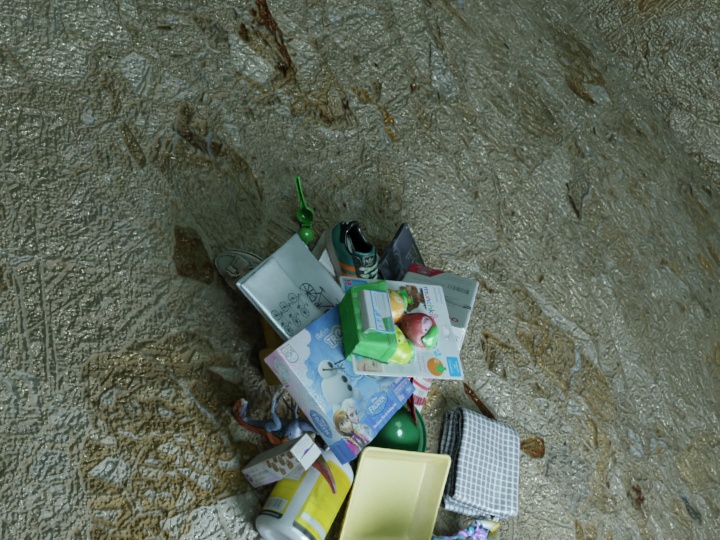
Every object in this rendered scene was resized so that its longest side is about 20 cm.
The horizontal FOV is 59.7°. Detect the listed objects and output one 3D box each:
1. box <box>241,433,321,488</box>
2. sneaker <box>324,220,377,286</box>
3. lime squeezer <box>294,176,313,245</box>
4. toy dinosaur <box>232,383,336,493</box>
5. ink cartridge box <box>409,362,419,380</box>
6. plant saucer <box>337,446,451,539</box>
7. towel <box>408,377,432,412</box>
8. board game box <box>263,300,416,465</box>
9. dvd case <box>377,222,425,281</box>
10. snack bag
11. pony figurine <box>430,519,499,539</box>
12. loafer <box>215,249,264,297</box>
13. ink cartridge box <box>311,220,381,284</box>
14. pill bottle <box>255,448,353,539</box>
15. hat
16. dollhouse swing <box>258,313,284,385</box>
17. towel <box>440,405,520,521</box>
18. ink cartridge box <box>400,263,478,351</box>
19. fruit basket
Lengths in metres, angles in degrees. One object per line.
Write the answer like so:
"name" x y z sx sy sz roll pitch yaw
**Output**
"box" -0.128 0.300 0.982 0.039 0.200 0.041 51 49 -1
"sneaker" 0.000 0.000 1.196 0.071 0.080 0.201 -24 90 -41
"lime squeezer" -0.113 -0.087 1.262 0.037 0.071 0.202 0 98 -4
"toy dinosaur" -0.130 0.259 1.021 0.105 0.180 0.201 59 24 -44
"ink cartridge box" 0.127 0.136 1.301 0.200 0.050 0.110 -35 105 -50
"plant saucer" 0.051 0.412 1.120 0.199 0.048 0.202 16 90 -31
"towel" 0.072 0.241 1.273 0.144 0.023 0.201 39 52 -14
"board game box" -0.026 0.168 1.006 0.199 0.043 0.200 51 38 3
"dvd case" 0.103 0.022 1.343 0.149 0.016 0.201 -58 133 -40
"snack bag" -0.097 0.046 1.083 0.189 0.021 0.200 49 38 -5
"pony figurine" 0.225 0.550 1.165 0.199 0.168 0.193 7 27 -31
"loafer" -0.182 0.024 1.111 0.199 0.072 0.063 31 19 14
"ink cartridge box" -0.009 0.011 1.285 0.200 0.067 0.117 42 51 -20
"pill bottle" -0.080 0.363 1.045 0.112 0.112 0.200 43 51 -11
"hat" 0.082 0.291 1.134 0.166 0.176 0.200 -43 97 -28
"dollhouse swing" -0.071 0.110 1.148 0.199 0.181 0.177 -1 81 -36
"towel" 0.245 0.398 1.283 0.165 0.085 0.201 25 56 -23
"ink cartridge box" 0.137 0.077 1.200 0.144 0.084 0.200 16 29 11
"fruit basket" 0.069 0.089 1.031 0.198 0.094 0.186 4 54 -17
